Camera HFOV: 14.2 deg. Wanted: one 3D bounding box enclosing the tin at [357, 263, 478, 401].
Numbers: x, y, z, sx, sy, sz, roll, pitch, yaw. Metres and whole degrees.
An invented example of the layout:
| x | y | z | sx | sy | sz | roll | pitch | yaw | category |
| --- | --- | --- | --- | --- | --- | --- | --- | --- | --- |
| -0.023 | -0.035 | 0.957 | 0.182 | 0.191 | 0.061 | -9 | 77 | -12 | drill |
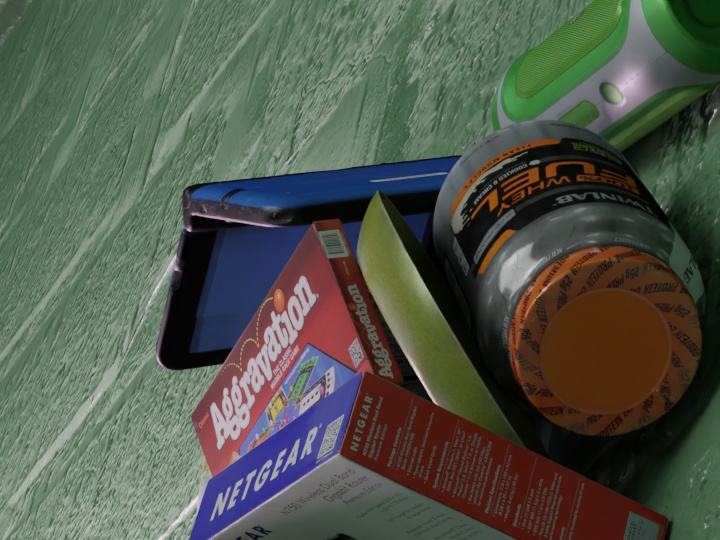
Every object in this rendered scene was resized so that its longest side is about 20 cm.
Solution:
| x | y | z | sx | sy | sz | roll | pitch | yaw | category |
| --- | --- | --- | --- | --- | --- | --- | --- | --- | --- |
| 0.019 | 0.093 | 1.608 | 0.042 | 0.112 | 0.201 | -22 | 77 | 59 | tin |

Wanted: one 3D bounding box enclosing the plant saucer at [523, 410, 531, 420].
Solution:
| x | y | z | sx | sy | sz | roll | pitch | yaw | category |
| --- | --- | --- | --- | --- | --- | --- | --- | --- | --- |
| 0.065 | 0.119 | 1.679 | 0.201 | 0.019 | 0.070 | -65 | 16 | 2 | plant saucer |

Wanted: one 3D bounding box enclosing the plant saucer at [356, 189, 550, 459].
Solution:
| x | y | z | sx | sy | sz | roll | pitch | yaw | category |
| --- | --- | --- | --- | --- | --- | --- | --- | --- | --- |
| 0.050 | 0.050 | 1.522 | 0.031 | 0.200 | 0.200 | -32 | 21 | 5 | plant saucer |

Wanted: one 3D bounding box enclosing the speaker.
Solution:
| x | y | z | sx | sy | sz | roll | pitch | yaw | category |
| --- | --- | --- | --- | --- | --- | --- | --- | --- | --- |
| 0.152 | -0.118 | 1.639 | 0.200 | 0.088 | 0.089 | -37 | 32 | 58 | speaker |

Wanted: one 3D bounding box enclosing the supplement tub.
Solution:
| x | y | z | sx | sy | sz | roll | pitch | yaw | category |
| --- | --- | --- | --- | --- | --- | --- | --- | --- | --- |
| 0.111 | 0.005 | 1.517 | 0.123 | 0.122 | 0.200 | -60 | 17 | 14 | supplement tub |

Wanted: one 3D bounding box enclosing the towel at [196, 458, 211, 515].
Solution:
| x | y | z | sx | sy | sz | roll | pitch | yaw | category |
| --- | --- | --- | --- | --- | --- | --- | --- | --- | --- |
| -0.064 | 0.106 | 2.050 | 0.171 | 0.048 | 0.200 | -53 | 20 | 34 | towel |

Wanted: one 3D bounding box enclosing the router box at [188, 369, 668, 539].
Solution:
| x | y | z | sx | sy | sz | roll | pitch | yaw | category |
| --- | --- | --- | --- | --- | --- | --- | --- | --- | --- |
| 0.029 | 0.137 | 1.472 | 0.200 | 0.179 | 0.049 | -39 | 29 | 57 | router box |

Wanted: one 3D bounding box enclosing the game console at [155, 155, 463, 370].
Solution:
| x | y | z | sx | sy | sz | roll | pitch | yaw | category |
| --- | --- | --- | --- | --- | --- | --- | --- | --- | --- |
| 0.000 | 0.000 | 1.675 | 0.170 | 0.199 | 0.119 | 10 | 106 | 59 | game console |

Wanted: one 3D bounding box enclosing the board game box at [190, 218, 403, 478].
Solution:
| x | y | z | sx | sy | sz | roll | pitch | yaw | category |
| --- | --- | --- | --- | --- | --- | --- | --- | --- | --- |
| -0.038 | 0.071 | 1.572 | 0.200 | 0.019 | 0.103 | -57 | 46 | 48 | board game box |
